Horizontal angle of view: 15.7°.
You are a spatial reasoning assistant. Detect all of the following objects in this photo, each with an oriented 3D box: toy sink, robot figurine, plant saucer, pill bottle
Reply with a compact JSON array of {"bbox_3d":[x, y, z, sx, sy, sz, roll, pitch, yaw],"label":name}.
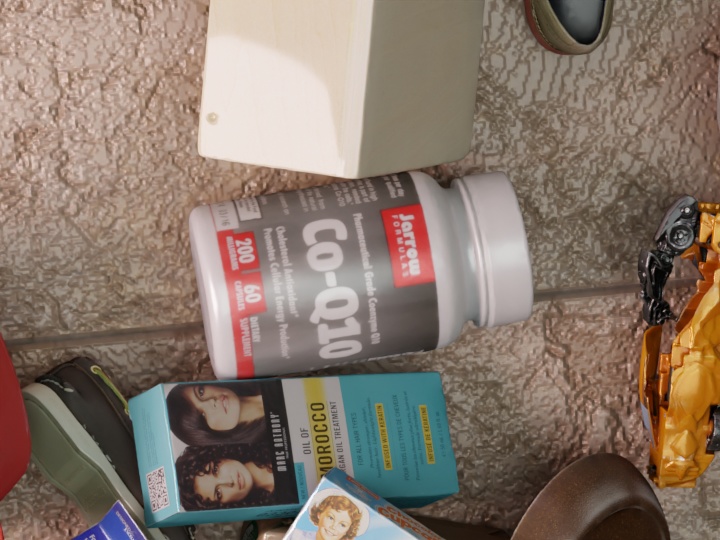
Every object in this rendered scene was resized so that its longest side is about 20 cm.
[{"bbox_3d":[-0.011,-0.132,1.591,0.112,0.200,0.130,9,100,21],"label":"toy sink"},{"bbox_3d":[0.240,0.041,1.666,0.145,0.058,0.200,4,99,-8],"label":"robot figurine"},{"bbox_3d":[0.144,0.215,1.652,0.200,0.032,0.200,-23,120,-49],"label":"plant saucer"},{"bbox_3d":[0.000,0.000,1.623,0.200,0.114,0.114,-10,100,-6],"label":"pill bottle"}]

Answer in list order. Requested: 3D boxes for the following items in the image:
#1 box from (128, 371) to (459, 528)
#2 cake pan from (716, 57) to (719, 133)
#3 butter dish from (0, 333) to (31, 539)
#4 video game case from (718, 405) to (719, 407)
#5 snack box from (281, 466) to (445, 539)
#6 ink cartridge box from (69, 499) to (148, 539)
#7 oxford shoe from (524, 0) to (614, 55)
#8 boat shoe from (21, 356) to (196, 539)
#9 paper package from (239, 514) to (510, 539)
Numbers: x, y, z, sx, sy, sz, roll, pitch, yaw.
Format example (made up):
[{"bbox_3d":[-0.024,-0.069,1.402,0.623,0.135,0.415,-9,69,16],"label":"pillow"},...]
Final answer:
[{"bbox_3d":[-0.040,0.109,1.619,0.200,0.049,0.082,-2,75,-31],"label":"box"},{"bbox_3d":[0.309,-0.094,1.646,0.200,0.037,0.200,8,66,-17],"label":"cake pan"},{"bbox_3d":[-0.276,0.074,1.589,0.199,0.148,0.200,-9,103,38],"label":"butter dish"},{"bbox_3d":[0.327,0.043,1.720,0.181,0.026,0.200,26,94,-11],"label":"video game case"},{"bbox_3d":[0.034,0.221,1.568,0.200,0.037,0.116,33,102,5],"label":"snack box"},{"bbox_3d":[-0.175,0.234,1.598,0.099,0.039,0.200,52,132,15],"label":"ink cartridge box"},{"bbox_3d":[0.126,-0.232,1.624,0.070,0.075,0.200,-16,100,-4],"label":"oxford shoe"},{"bbox_3d":[-0.138,0.145,1.637,0.061,0.072,0.201,-36,93,-39],"label":"boat shoe"},{"bbox_3d":[0.004,0.260,1.670,0.191,0.103,0.200,9,98,-9],"label":"paper package"}]
